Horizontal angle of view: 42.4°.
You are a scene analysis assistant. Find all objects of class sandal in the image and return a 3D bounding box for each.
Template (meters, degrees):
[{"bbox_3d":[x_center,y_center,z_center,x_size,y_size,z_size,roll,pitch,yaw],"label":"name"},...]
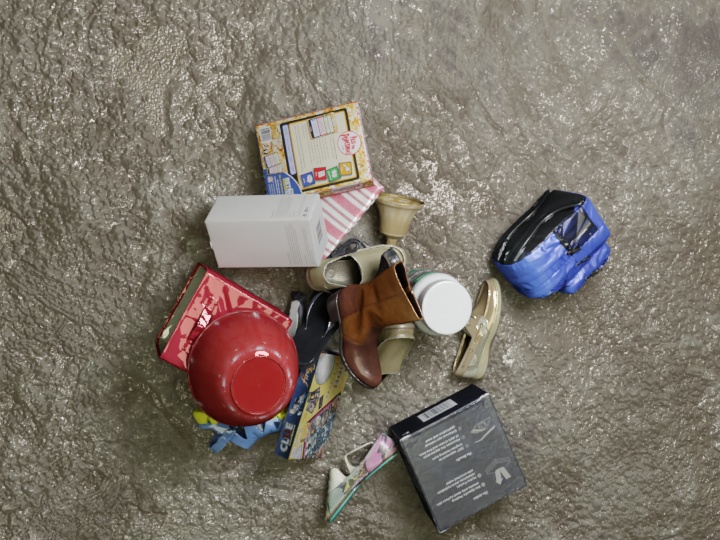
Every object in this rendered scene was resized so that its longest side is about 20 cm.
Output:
[{"bbox_3d":[-0.213,0.293,1.742,0.195,0.080,0.089,-2,98,-3],"label":"sandal"},{"bbox_3d":[-0.072,0.089,1.687,0.075,0.043,0.202,13,54,13],"label":"sandal"}]

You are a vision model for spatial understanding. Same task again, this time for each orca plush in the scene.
[{"bbox_3d":[-0.129,0.142,1.766,0.071,0.104,0.205,16,77,-55],"label":"orca plush"}]

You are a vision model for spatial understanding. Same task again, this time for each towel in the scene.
[{"bbox_3d":[-0.068,-0.120,1.738,0.146,0.030,0.201,39,89,18],"label":"towel"}]

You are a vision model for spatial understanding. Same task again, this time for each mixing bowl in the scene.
[{"bbox_3d":[-0.181,0.176,1.541,0.196,0.108,0.205,-4,100,-22],"label":"mixing bowl"}]

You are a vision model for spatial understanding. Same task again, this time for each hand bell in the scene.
[{"bbox_3d":[0.055,-0.039,1.777,0.102,0.104,0.204,8,103,-11],"label":"hand bell"}]

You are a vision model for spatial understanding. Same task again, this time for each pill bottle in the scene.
[{"bbox_3d":[0.134,0.059,1.727,0.111,0.200,0.116,-1,94,-12],"label":"pill bottle"}]

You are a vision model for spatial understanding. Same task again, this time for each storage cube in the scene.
[{"bbox_3d":[-0.248,0.110,1.662,0.178,0.200,0.173,30,87,-17],"label":"storage cube"}]

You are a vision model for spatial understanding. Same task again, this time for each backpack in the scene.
[{"bbox_3d":[0.368,-0.034,1.787,0.199,0.162,0.169,-40,102,-7],"label":"backpack"}]

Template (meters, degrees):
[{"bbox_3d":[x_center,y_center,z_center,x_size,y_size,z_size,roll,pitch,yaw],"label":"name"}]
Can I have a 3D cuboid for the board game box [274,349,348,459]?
[{"bbox_3d":[-0.085,0.250,1.735,0.034,0.135,0.204,17,89,27],"label":"board game box"}]

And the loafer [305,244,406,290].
[{"bbox_3d":[0.000,0.000,1.693,0.196,0.068,0.077,-14,98,-18],"label":"loafer"}]

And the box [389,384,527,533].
[{"bbox_3d":[0.186,0.359,1.795,0.194,0.117,0.203,-25,96,-8],"label":"box"}]

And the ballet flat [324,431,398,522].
[{"bbox_3d":[-0.013,0.390,1.787,0.071,0.069,0.200,44,91,9],"label":"ballet flat"}]

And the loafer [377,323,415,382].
[{"bbox_3d":[0.053,0.156,1.721,0.075,0.201,0.069,-2,63,-20],"label":"loafer"}]

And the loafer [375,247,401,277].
[{"bbox_3d":[0.045,0.045,1.668,0.071,0.073,0.202,-18,136,-15],"label":"loafer"}]

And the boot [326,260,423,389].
[{"bbox_3d":[0.043,0.099,1.614,0.068,0.198,0.192,-10,81,-44],"label":"boot"}]

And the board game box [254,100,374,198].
[{"bbox_3d":[-0.084,-0.212,1.707,0.196,0.046,0.155,-12,81,6],"label":"board game box"}]

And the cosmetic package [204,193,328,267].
[{"bbox_3d":[-0.167,-0.071,1.668,0.196,0.086,0.109,1,129,13],"label":"cosmetic package"}]

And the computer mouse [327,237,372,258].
[{"bbox_3d":[0.005,0.036,1.774,0.140,0.046,0.201,-39,90,11],"label":"computer mouse"}]

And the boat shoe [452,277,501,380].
[{"bbox_3d":[0.226,0.112,1.816,0.064,0.072,0.204,11,96,-12],"label":"boat shoe"}]
